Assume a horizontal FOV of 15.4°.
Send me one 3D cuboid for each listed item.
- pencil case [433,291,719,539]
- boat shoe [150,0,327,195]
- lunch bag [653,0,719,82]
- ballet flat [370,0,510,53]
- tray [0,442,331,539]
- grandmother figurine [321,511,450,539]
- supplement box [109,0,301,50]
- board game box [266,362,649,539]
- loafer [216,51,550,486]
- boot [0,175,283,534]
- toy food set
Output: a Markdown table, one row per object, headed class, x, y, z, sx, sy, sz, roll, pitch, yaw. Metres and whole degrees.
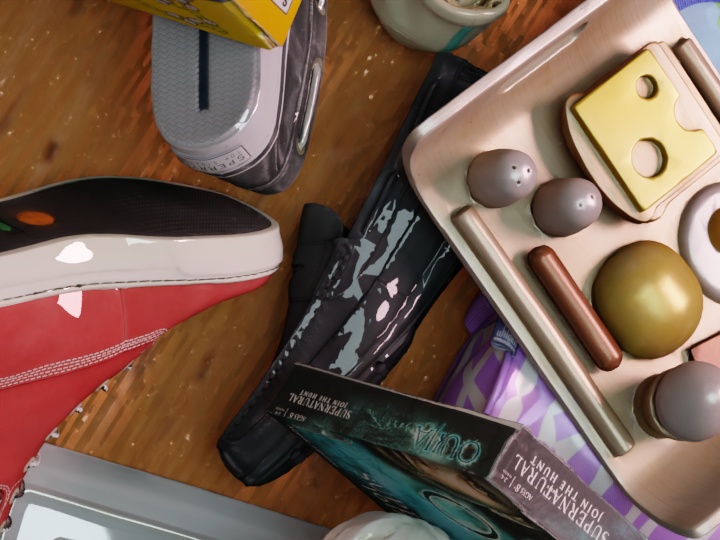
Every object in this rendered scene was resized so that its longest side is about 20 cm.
| class | x | y | z | sx | sy | sz | roll | pitch | yaw |
| --- | --- | --- | --- | --- | --- | --- | --- | --- | --- |
| pencil case | 0.119 | 0.086 | 1.145 | 0.199 | 0.084 | 0.086 | 30 | 42 | -16 |
| boat shoe | -0.048 | -0.125 | 1.093 | 0.072 | 0.071 | 0.201 | -1 | 69 | 21 |
| lunch bag | 0.179 | -0.068 | 1.164 | 0.200 | 0.094 | 0.151 | -38 | 101 | 0 |
| ballet flat | 0.019 | -0.190 | 1.112 | 0.069 | 0.069 | 0.201 | -19 | 96 | -15 |
| tray | -0.080 | 0.144 | 1.114 | 0.199 | 0.022 | 0.108 | 18 | 87 | -16 |
| grandmother figurine | 0.039 | 0.173 | 1.082 | 0.201 | 0.121 | 0.061 | 60 | 41 | -34 |
| supplement box | -0.057 | -0.205 | 1.018 | 0.109 | 0.109 | 0.201 | 18 | 80 | 24 |
| board game box | 0.069 | 0.109 | 1.064 | 0.200 | 0.135 | 0.028 | 42 | 72 | -36 |
| loafer | 0.000 | 0.000 | 1.116 | 0.070 | 0.068 | 0.201 | 36 | 85 | 7 |
| boot | -0.121 | 0.044 | 1.072 | 0.199 | 0.072 | 0.145 | -12 | 118 | -39 |
| toy food set | 0.127 | -0.013 | 1.079 | 0.143 | 0.060 | 0.201 | -37 | 98 | -19 |
